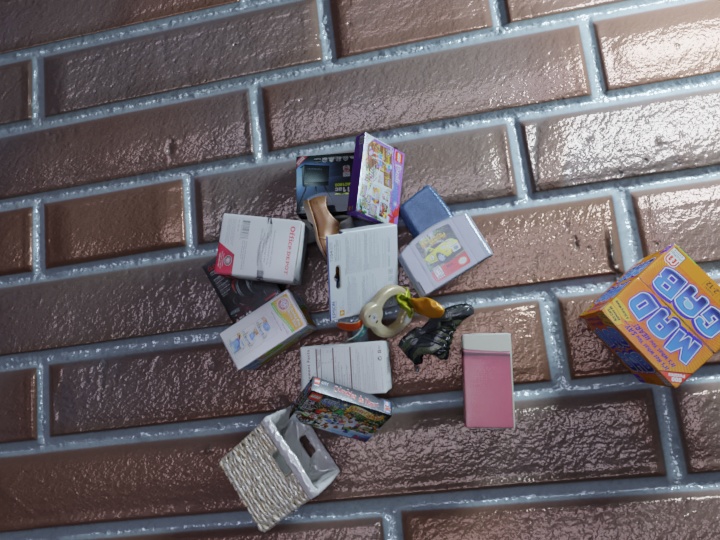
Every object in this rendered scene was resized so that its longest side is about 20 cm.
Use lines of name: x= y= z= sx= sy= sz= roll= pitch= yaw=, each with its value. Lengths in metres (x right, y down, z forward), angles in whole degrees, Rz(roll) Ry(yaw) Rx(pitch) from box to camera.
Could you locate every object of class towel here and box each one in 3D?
towel: x=0.184 y=-0.099 z=1.348 sx=0.111 sy=0.049 sz=0.201 roll=-34 pitch=79 yaw=7

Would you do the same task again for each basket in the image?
basket: x=-0.179 y=0.442 z=1.255 sx=0.160 sy=0.200 sz=0.199 roll=-39 pitch=77 yaw=7

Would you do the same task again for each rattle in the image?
rattle: x=0.067 y=0.119 z=1.247 sx=0.143 sy=0.198 sz=0.132 roll=38 pitch=130 yaw=38

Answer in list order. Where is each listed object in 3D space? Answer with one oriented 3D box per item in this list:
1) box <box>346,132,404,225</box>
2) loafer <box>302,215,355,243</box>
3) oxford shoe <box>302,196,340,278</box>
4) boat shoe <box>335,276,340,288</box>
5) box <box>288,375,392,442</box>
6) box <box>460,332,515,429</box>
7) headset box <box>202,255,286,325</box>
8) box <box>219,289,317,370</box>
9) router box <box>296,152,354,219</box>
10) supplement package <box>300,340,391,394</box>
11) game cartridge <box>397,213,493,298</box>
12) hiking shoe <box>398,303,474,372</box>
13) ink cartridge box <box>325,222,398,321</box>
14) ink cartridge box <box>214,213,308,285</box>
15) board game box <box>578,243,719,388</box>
box: x=0.039 y=-0.213 z=1.338 sx=0.039 sy=0.136 sz=0.203 roll=-10 pitch=67 yaw=49
loafer: x=-0.112 y=-0.110 z=1.380 sx=0.197 sy=0.071 sz=0.070 roll=-3 pitch=38 yaw=4
oxford shoe: x=-0.074 y=-0.081 z=1.310 sx=0.070 sy=0.071 sz=0.203 roll=-19 pitch=92 yaw=-2
boat shoe: x=-0.007 y=0.007 z=1.340 sx=0.068 sy=0.084 sz=0.203 roll=17 pitch=86 yaw=35
box: x=-0.045 y=0.316 z=1.245 sx=0.198 sy=0.137 sz=0.038 roll=21 pitch=42 yaw=-16
box: x=0.283 y=0.245 z=1.239 sx=0.107 sy=0.128 sz=0.203 roll=-2 pitch=80 yaw=10
headset box: x=-0.292 y=0.020 z=1.394 sx=0.148 sy=0.075 sz=0.202 roll=-32 pitch=78 yaw=3
box: x=-0.220 y=0.147 z=1.344 sx=0.199 sy=0.113 sz=0.102 roll=-33 pitch=76 yaw=3
router box: x=-0.065 y=-0.214 z=1.398 sx=0.197 sy=0.062 sz=0.152 roll=-3 pitch=82 yaw=9
supplement package: x=-0.032 y=0.231 z=1.299 sx=0.197 sy=0.117 sz=0.119 roll=-5 pitch=83 yaw=9
game cartridge: x=0.193 y=-0.041 z=1.299 sx=0.199 sy=0.041 sz=0.134 roll=-33 pitch=75 yaw=8
hiking shoe: x=0.192 y=0.155 z=1.304 sx=0.199 sy=0.076 sz=0.101 roll=-33 pitch=86 yaw=12
ink cartridge box: x=0.000 y=0.000 z=1.277 sx=0.198 sy=0.043 sz=0.200 roll=-10 pitch=106 yaw=-32
ink cartridge box: x=-0.231 y=-0.048 z=1.315 sx=0.197 sy=0.083 sz=0.148 roll=6 pitch=82 yaw=8
board game box: x=0.627 y=0.099 z=1.168 sx=0.200 sy=0.200 sz=0.200 roll=-42 pitch=78 yaw=2
